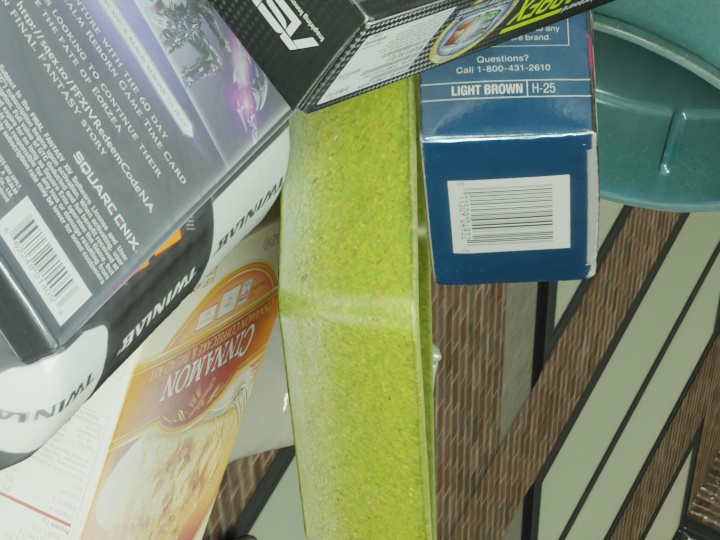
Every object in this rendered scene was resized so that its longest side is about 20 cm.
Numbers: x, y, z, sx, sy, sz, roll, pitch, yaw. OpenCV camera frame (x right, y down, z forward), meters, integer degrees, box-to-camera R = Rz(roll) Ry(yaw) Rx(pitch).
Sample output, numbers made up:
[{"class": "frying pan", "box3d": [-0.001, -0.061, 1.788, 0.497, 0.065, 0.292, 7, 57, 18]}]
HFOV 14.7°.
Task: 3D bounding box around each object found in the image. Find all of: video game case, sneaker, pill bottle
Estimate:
[{"class": "video game case", "box3d": [-0.081, -0.083, 0.825, 0.019, 0.143, 0.200, -21, -163, 37]}, {"class": "sneaker", "box3d": [-0.019, 0.049, 1.311, 0.200, 0.080, 0.071, -32, 145, -63]}, {"class": "pill bottle", "box3d": [-0.110, -0.008, 0.855, 0.200, 0.106, 0.107, -49, 158, -49]}]

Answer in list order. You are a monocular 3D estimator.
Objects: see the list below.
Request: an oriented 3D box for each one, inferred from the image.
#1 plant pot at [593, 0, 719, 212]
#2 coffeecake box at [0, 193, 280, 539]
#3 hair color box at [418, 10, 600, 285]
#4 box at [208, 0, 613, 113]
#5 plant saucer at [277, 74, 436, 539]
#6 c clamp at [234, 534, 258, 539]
[{"class": "plant pot", "box3d": [0.140, -0.160, 1.355, 0.200, 0.199, 0.197, 75, 34, -67]}, {"class": "coffeecake box", "box3d": [-0.102, 0.063, 1.054, 0.153, 0.073, 0.201, -33, 144, -67]}, {"class": "hair color box", "box3d": [0.050, -0.106, 0.978, 0.100, 0.060, 0.201, 83, 6, -61]}, {"class": "box", "box3d": [0.007, -0.143, 0.860, 0.200, 0.160, 0.044, -24, 161, -47]}, {"class": "plant saucer", "box3d": [0.000, 0.000, 0.989, 0.201, 0.048, 0.200, 85, 4, -51]}, {"class": "c clamp", "box3d": [-0.102, 0.227, 1.396, 0.201, 0.027, 0.171, -67, 165, 5]}]
